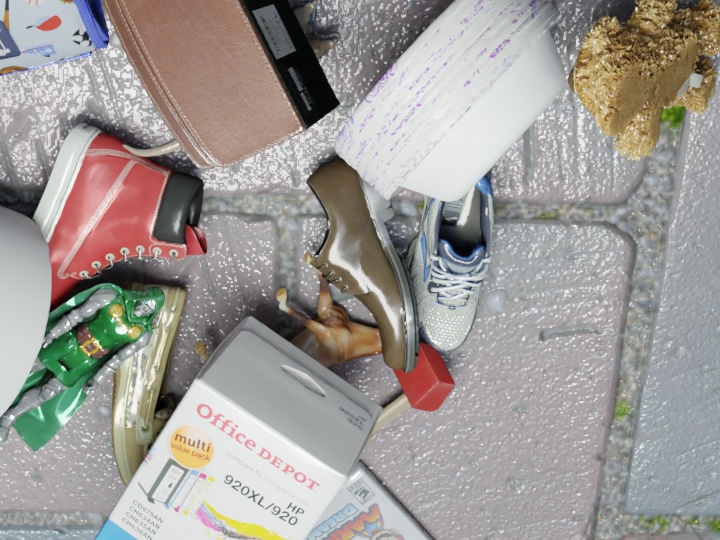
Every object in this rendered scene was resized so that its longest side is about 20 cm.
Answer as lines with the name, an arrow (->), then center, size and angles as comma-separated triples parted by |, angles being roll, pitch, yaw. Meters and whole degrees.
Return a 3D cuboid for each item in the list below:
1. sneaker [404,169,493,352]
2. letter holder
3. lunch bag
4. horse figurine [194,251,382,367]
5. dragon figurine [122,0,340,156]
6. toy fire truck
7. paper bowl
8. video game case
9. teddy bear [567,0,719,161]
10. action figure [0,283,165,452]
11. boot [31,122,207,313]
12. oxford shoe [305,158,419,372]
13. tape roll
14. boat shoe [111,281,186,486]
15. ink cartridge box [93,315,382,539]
sneaker -> 0.080, -0.012, 1.179 | 0.077, 0.085, 0.200 | 0, 113, -5
letter holder -> -0.132, -0.177, 1.006 | 0.142, 0.101, 0.200 | -23, 100, 20
lunch bag -> -0.302, -0.246, 1.030 | 0.170, 0.124, 0.200 | -12, 119, 3
horse figurine -> -0.063, 0.076, 1.216 | 0.200, 0.050, 0.133 | -41, 127, 3
dragon figurine -> -0.102, -0.151, 1.113 | 0.200, 0.099, 0.059 | -38, 97, 20
toy fire truck -> -0.021, 0.145, 1.239 | 0.141, 0.049, 0.200 | 6, 136, -43
paper bowl -> 0.082, -0.136, 1.048 | 0.104, 0.201, 0.201 | 42, 104, 1
video game case -> -0.023, 0.311, 1.337 | 0.200, 0.024, 0.182 | -37, 111, 10
teddy bear -> 0.240, -0.170, 1.104 | 0.200, 0.067, 0.145 | -35, 136, -31
action figure -> -0.249, 0.071, 1.141 | 0.200, 0.055, 0.118 | -35, 115, 13
boot -> -0.216, -0.009, 1.147 | 0.144, 0.072, 0.200 | 26, 106, 1
oxford shoe -> 0.000, 0.000, 1.172 | 0.084, 0.073, 0.200 | -18, 93, -5
tape roll -> -0.343, 0.037, 1.097 | 0.071, 0.203, 0.203 | 21, 112, -44
boat shoe -> -0.193, 0.109, 1.212 | 0.063, 0.073, 0.200 | 2, 112, -3
ink cartridge box -> -0.103, 0.173, 1.111 | 0.147, 0.145, 0.200 | 33, 112, 0
